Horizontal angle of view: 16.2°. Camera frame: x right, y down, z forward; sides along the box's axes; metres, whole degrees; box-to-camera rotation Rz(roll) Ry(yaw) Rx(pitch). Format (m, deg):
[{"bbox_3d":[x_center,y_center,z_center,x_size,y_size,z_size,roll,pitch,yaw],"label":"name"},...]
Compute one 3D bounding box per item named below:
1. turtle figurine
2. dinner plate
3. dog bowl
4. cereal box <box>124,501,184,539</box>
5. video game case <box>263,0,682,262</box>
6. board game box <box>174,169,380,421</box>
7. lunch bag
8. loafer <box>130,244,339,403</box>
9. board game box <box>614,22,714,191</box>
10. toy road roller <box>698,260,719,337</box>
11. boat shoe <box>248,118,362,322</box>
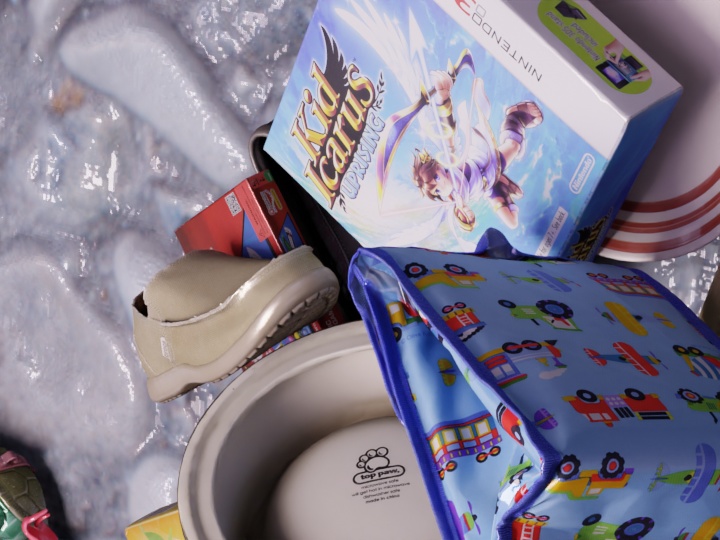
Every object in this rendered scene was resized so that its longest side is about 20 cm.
[{"bbox_3d":[-0.252,0.151,1.615,0.200,0.101,0.150,53,168,22],"label":"turtle figurine"},{"bbox_3d":[0.126,-0.103,1.215,0.200,0.024,0.201,16,114,42],"label":"dinner plate"},{"bbox_3d":[0.012,0.121,1.287,0.200,0.200,0.074,28,150,34],"label":"dog bowl"},{"bbox_3d":[-0.043,0.219,1.462,0.144,0.040,0.200,-21,94,42],"label":"cereal box"},{"bbox_3d":[0.048,-0.074,1.242,0.181,0.045,0.200,46,141,20],"label":"video game case"},{"bbox_3d":[-0.035,0.050,1.418,0.200,0.019,0.103,63,149,3],"label":"board game box"},{"bbox_3d":[0.090,0.047,1.117,0.200,0.150,0.094,62,139,43],"label":"lunch bag"},{"bbox_3d":[-0.080,0.021,1.375,0.068,0.076,0.200,59,148,-1],"label":"loafer"},{"bbox_3d":[0.166,-0.164,1.222,0.151,0.047,0.200,48,125,23],"label":"board game box"},{"bbox_3d":[0.250,0.049,1.161,0.200,0.146,0.123,-110,34,-60],"label":"toy road roller"},{"bbox_3d":[0.000,0.000,1.389,0.067,0.057,0.200,-43,70,37],"label":"boat shoe"}]
